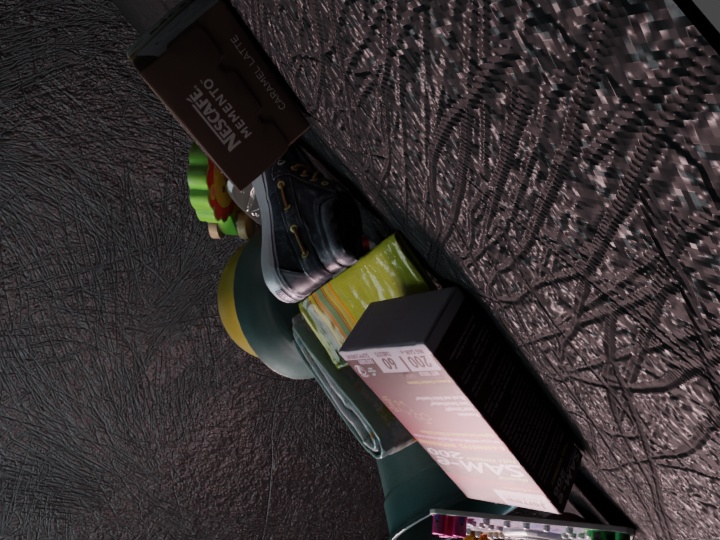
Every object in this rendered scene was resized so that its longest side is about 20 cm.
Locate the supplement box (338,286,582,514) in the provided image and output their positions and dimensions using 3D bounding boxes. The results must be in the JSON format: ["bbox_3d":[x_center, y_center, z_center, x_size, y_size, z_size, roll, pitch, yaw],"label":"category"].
[{"bbox_3d":[0.085,0.111,0.496,0.108,0.061,0.201,-14,122,51],"label":"supplement box"}]

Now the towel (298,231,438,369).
[{"bbox_3d":[0.004,0.038,0.567,0.087,0.018,0.199,53,145,-1],"label":"towel"}]

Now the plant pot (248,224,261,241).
[{"bbox_3d":[-0.135,-0.025,1.330,0.201,0.201,0.173,50,159,-27],"label":"plant pot"}]

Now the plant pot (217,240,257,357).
[{"bbox_3d":[-0.118,0.029,0.886,0.201,0.199,0.142,48,167,2],"label":"plant pot"}]

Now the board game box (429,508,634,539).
[{"bbox_3d":[0.193,0.300,0.663,0.196,0.026,0.200,-3,151,21],"label":"board game box"}]

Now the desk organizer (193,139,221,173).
[{"bbox_3d":[-0.191,-0.209,0.747,0.200,0.071,0.078,46,162,45],"label":"desk organizer"}]

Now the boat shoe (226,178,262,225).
[{"bbox_3d":[-0.079,-0.066,0.701,0.202,0.073,0.066,47,-138,-43],"label":"boat shoe"}]

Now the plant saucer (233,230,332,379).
[{"bbox_3d":[-0.074,0.036,0.772,0.036,0.201,0.201,-20,120,39],"label":"plant saucer"}]

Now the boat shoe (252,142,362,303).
[{"bbox_3d":[-0.050,-0.073,0.579,0.071,0.090,0.203,30,-139,-50],"label":"boat shoe"}]

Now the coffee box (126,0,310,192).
[{"bbox_3d":[-0.131,-0.160,0.516,0.115,0.080,0.200,51,176,-31],"label":"coffee box"}]

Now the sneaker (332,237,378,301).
[{"bbox_3d":[0.010,0.000,0.642,0.095,0.070,0.200,63,170,-23],"label":"sneaker"}]

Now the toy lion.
[{"bbox_3d":[-0.199,-0.152,0.884,0.193,0.067,0.203,80,-165,-59],"label":"toy lion"}]

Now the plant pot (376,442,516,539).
[{"bbox_3d":[0.098,0.230,0.788,0.201,0.198,0.198,53,-168,-54],"label":"plant pot"}]

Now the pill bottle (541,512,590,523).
[{"bbox_3d":[0.303,0.412,0.856,0.112,0.112,0.200,48,177,16],"label":"pill bottle"}]

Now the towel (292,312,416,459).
[{"bbox_3d":[0.031,0.104,0.698,0.200,0.169,0.049,49,142,31],"label":"towel"}]
